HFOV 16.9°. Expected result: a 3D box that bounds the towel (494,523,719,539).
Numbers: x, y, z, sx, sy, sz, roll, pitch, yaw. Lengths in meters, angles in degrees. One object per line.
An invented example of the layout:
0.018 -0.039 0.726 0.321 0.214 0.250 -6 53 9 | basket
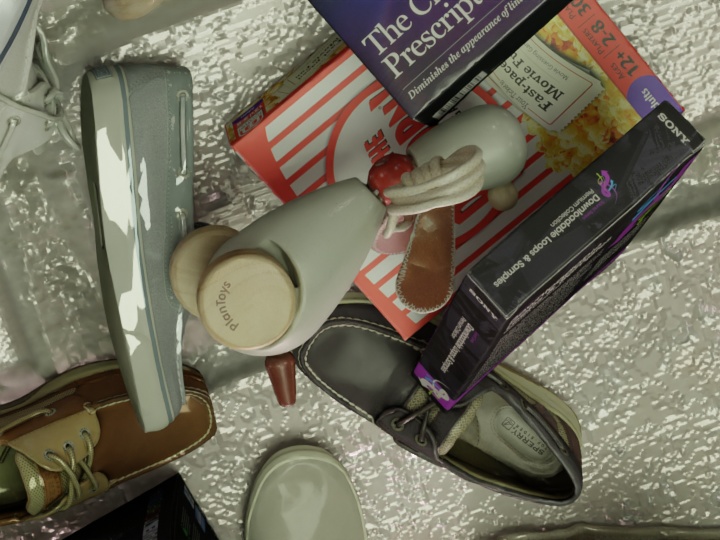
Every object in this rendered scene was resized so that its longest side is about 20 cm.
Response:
0.158 0.221 1.505 0.200 0.034 0.133 3 116 -16 | towel

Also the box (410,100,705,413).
0.100 -0.004 1.279 0.143 0.200 0.036 -41 83 -17 | box

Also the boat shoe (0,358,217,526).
-0.177 0.108 1.348 0.200 0.074 0.076 -16 118 -5 | boat shoe

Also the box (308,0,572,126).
0.059 -0.191 1.224 0.200 0.079 0.141 -42 83 7 | box

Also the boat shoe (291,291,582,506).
0.049 0.076 1.390 0.200 0.065 0.072 30 106 -23 | boat shoe

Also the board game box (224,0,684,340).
0.051 -0.083 1.316 0.200 0.046 0.152 -40 110 7 | board game box

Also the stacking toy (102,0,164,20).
-0.166 -0.213 1.195 0.200 0.085 0.085 38 102 -22 | stacking toy

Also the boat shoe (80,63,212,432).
-0.104 -0.013 1.298 0.071 0.070 0.201 -9 104 -12 | boat shoe

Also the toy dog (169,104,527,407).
0.000 0.000 1.238 0.200 0.132 0.096 -21 108 16 | toy dog

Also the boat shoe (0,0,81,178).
-0.183 -0.084 1.246 0.086 0.075 0.202 11 125 -26 | boat shoe

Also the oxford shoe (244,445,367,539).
-0.030 0.197 1.436 0.075 0.058 0.200 -2 113 -9 | oxford shoe

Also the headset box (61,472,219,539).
-0.166 0.216 1.338 0.200 0.174 0.093 -30 99 3 | headset box
